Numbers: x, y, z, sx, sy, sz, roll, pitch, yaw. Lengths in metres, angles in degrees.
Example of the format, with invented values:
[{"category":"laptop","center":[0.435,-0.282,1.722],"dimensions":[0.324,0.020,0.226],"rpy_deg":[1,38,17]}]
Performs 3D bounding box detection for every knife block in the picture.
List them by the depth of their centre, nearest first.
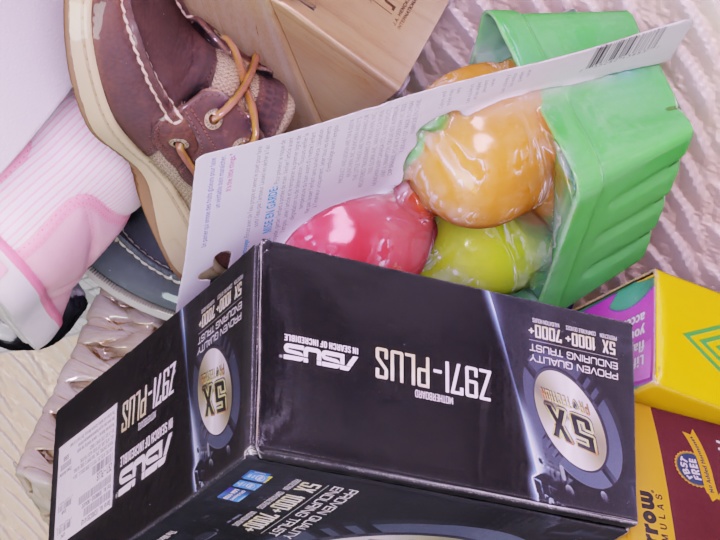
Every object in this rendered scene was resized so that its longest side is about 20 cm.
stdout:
[{"category":"knife block","center":[-0.059,-0.129,1.197],"dimensions":[0.175,0.064,0.200],"rpy_deg":[36,152,-12]}]

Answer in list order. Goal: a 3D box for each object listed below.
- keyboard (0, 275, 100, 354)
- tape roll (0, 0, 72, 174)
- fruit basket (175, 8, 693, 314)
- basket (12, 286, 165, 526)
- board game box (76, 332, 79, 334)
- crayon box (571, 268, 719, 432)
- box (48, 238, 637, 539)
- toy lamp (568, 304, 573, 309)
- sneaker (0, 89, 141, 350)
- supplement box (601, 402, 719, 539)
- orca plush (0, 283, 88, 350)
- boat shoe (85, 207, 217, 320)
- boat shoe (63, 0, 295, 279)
[{"category":"keyboard","center":[-0.171,0.019,1.547],"dimensions":[0.056,0.011,0.200],"rpy_deg":[42,151,-23]},{"category":"tape roll","center":[-0.211,-0.113,1.216],"dimensions":[0.139,0.203,0.202],"rpy_deg":[44,149,-25]},{"category":"fruit basket","center":[0.021,-0.031,1.168],"dimensions":[0.200,0.094,0.185],"rpy_deg":[-13,154,-12]},{"category":"basket","center":[-0.059,0.105,1.399],"dimensions":[0.135,0.124,0.200],"rpy_deg":[17,154,24]},{"category":"board game box","center":[-0.172,-0.012,1.534],"dimensions":[0.200,0.030,0.096],"rpy_deg":[27,153,9]},{"category":"crayon box","center":[0.131,0.079,1.293],"dimensions":[0.172,0.058,0.200],"rpy_deg":[21,149,-28]},{"category":"box","center":[-0.012,0.077,1.177],"dimensions":[0.163,0.086,0.200],"rpy_deg":[13,153,-25]},{"category":"toy lamp","center":[0.063,0.039,1.355],"dimensions":[0.058,0.058,0.200],"rpy_deg":[23,143,11]},{"category":"sneaker","center":[-0.132,-0.029,1.274],"dimensions":[0.075,0.105,0.200],"rpy_deg":[41,172,-1]},{"category":"supplement box","center":[0.145,0.178,1.230],"dimensions":[0.200,0.133,0.197],"rpy_deg":[15,137,-22]},{"category":"orca plush","center":[-0.227,-0.001,1.454],"dimensions":[0.200,0.071,0.105],"rpy_deg":[25,-170,7]},{"category":"boat shoe","center":[-0.113,-0.051,1.332],"dimensions":[0.200,0.073,0.062],"rpy_deg":[43,156,17]},{"category":"boat shoe","center":[-0.060,-0.066,1.172],"dimensions":[0.072,0.072,0.200],"rpy_deg":[-2,142,15]}]
